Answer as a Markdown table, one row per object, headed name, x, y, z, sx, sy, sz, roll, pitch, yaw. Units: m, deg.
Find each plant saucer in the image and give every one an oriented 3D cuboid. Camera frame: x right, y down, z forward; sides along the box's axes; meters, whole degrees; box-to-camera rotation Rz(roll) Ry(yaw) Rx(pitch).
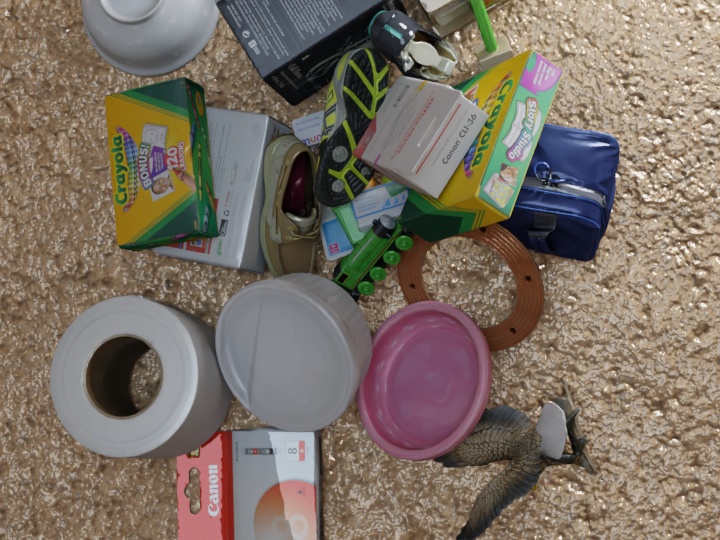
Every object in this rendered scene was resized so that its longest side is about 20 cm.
| name | x | y | z | sx | sy | sz | roll | pitch | yaw |
| --- | --- | --- | --- | --- | --- | --- | --- | --- | --- |
| plant saucer | 0.086 | 0.141 | 1.671 | 0.200 | 0.051 | 0.202 | -14 | 66 | 34 |

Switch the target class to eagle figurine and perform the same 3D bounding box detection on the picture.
| name | x | y | z | sx | sy | sz | roll | pitch | yaw |
| --- | --- | --- | --- | --- | --- | --- | --- | --- | --- |
| eagle figurine | 0.186 | 0.239 | 1.647 | 0.199 | 0.152 | 0.152 | -17 | 104 | 3 |

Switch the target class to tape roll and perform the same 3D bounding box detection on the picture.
| name | x | y | z | sx | sy | sz | roll | pitch | yaw |
| --- | --- | --- | --- | --- | --- | --- | --- | --- | --- |
| tape roll | -0.279 | 0.141 | 1.708 | 0.201 | 0.139 | 0.204 | -2 | 82 | 14 |

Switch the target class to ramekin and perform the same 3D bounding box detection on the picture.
| name | x | y | z | sx | sy | sz | roll | pitch | yaw |
| --- | --- | --- | --- | --- | --- | --- | --- | --- | --- |
| ramekin | -0.077 | 0.095 | 1.680 | 0.201 | 0.094 | 0.204 | 10 | 114 | 24 |

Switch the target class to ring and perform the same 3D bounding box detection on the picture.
| name | x | y | z | sx | sy | sz | roll | pitch | yaw |
| --- | --- | --- | --- | --- | --- | --- | --- | --- | --- |
| ring | 0.138 | 0.013 | 1.668 | 0.199 | 0.019 | 0.201 | 14 | 124 | 22 |

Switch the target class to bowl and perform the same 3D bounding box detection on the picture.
| name | x | y | z | sx | sy | sz | roll | pitch | yaw |
| --- | --- | --- | --- | --- | --- | --- | --- | --- | --- |
| bowl | -0.293 | -0.369 | 1.778 | 0.200 | 0.090 | 0.202 | 0 | 87 | 8 |

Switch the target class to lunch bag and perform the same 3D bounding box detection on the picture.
| name | x | y | z | sx | sy | sz | roll | pitch | yaw |
| --- | --- | --- | --- | --- | --- | --- | --- | --- | --- |
| lunch bag | 0.238 | -0.088 | 1.614 | 0.135 | 0.200 | 0.133 | 10 | 78 | 12 |

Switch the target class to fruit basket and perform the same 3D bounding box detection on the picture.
| name | x | y | z | sx | sy | sz | roll | pitch | yaw |
| --- | --- | --- | --- | --- | --- | --- | --- | --- | --- |
| fruit basket | 0.018 | -0.132 | 1.713 | 0.184 | 0.094 | 0.201 | -16 | 81 | 8 |

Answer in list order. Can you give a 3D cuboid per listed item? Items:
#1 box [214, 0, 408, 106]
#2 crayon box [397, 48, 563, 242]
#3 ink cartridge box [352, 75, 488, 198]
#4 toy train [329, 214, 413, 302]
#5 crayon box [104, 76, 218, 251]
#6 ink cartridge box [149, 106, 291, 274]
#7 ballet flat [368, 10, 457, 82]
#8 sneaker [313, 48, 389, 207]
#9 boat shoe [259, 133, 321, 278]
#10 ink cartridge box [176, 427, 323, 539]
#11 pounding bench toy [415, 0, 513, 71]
| name | x | y | z | sx | sy | sz | roll | pitch | yaw |
| --- | --- | --- | --- | --- | --- | --- | --- | --- | --- |
| box | -0.053 | -0.323 | 1.680 | 0.196 | 0.200 | 0.124 | -33 | 83 | 6 |
| crayon box | 0.139 | -0.144 | 1.561 | 0.058 | 0.172 | 0.201 | 29 | 69 | -20 |
| ink cartridge box | 0.074 | -0.155 | 1.547 | 0.067 | 0.200 | 0.117 | 32 | 91 | -21 |
| toy train | 0.000 | 0.000 | 1.684 | 0.056 | 0.042 | 0.200 | 28 | 126 | -15 |
| crayon box | -0.254 | -0.133 | 1.690 | 0.118 | 0.058 | 0.201 | -10 | 81 | 19 |
| ink cartridge box | -0.201 | -0.110 | 1.745 | 0.175 | 0.084 | 0.201 | 11 | 88 | 19 |
| ballet flat | 0.078 | -0.267 | 1.654 | 0.073 | 0.200 | 0.074 | -4 | 80 | 26 |
| sneaker | -0.014 | -0.177 | 1.661 | 0.075 | 0.076 | 0.201 | 14 | 96 | -23 |
| boat shoe | -0.085 | -0.070 | 1.693 | 0.074 | 0.066 | 0.201 | -15 | 112 | -28 |
| ink cartridge box | -0.149 | 0.287 | 1.735 | 0.199 | 0.050 | 0.163 | -2 | 86 | 6 |
| pounding bench toy | 0.133 | -0.360 | 1.675 | 0.124 | 0.156 | 0.201 | -29 | 83 | 6 |
